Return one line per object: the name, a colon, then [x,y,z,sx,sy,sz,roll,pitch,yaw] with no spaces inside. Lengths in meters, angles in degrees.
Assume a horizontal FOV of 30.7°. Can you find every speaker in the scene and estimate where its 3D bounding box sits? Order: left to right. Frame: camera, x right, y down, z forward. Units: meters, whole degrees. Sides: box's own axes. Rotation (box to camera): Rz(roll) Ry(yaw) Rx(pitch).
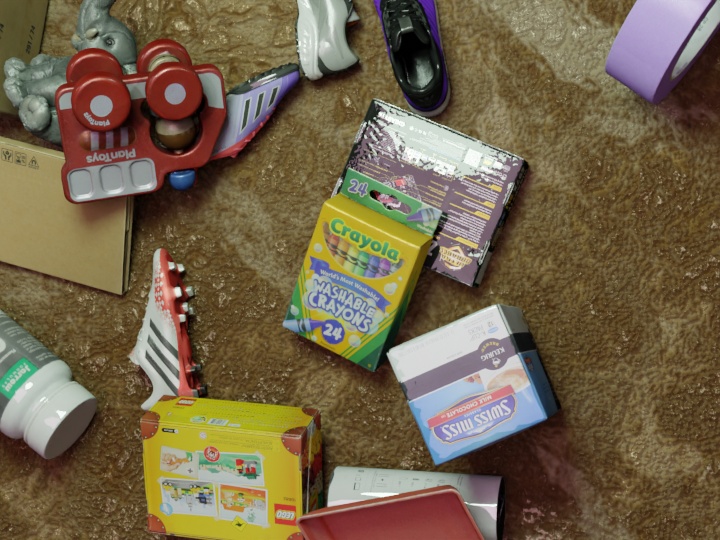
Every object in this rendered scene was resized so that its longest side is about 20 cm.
speaker: [0.066,0.269,1.501,0.199,0.081,0.082,1,87,13]

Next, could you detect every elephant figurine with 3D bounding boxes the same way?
elephant figurine: [-0.319,-0.241,1.588,0.199,0.155,0.142,-30,77,11]

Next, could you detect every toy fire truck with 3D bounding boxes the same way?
toy fire truck: [-0.254,-0.168,1.523,0.199,0.112,0.169,-9,119,-13]

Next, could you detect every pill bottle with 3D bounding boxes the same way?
pill bottle: [-0.427,0.133,1.613,0.200,0.113,0.113,36,95,13]

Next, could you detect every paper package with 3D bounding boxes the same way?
paper package: [-0.474,-0.295,1.609,0.103,0.191,0.201,8,90,12]

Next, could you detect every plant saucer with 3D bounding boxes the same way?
plant saucer: [0.058,0.319,1.466,0.199,0.037,0.200,-15,120,23]

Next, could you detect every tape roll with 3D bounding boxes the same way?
tape roll: [0.345,-0.279,1.402,0.066,0.200,0.201,37,95,14]

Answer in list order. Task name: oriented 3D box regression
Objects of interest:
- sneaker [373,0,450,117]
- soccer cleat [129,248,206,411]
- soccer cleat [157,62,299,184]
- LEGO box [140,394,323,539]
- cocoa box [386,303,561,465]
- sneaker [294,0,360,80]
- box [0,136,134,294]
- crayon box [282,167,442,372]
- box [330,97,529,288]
sneaker: [0.058,-0.283,1.523,0.069,0.099,0.201,-18,83,10]
soccer cleat: [-0.244,0.075,1.596,0.085,0.069,0.201,-10,89,9]
soccer cleat: [-0.148,-0.181,1.593,0.199,0.068,0.073,-31,97,10]
LEGO box: [-0.149,0.235,1.534,0.199,0.077,0.150,4,110,14]
cocoa box: [0.130,0.122,1.432,0.133,0.200,0.132,-24,82,11]
sneaker: [-0.043,-0.331,1.573,0.079,0.074,0.201,-7,91,4]
box: [-0.376,-0.068,1.627,0.199,0.021,0.164,15,116,13]
crayon box: [0.000,0.000,1.513,0.125,0.052,0.201,25,113,13]
box: [0.075,-0.091,1.536,0.199,0.049,0.160,23,95,14]
